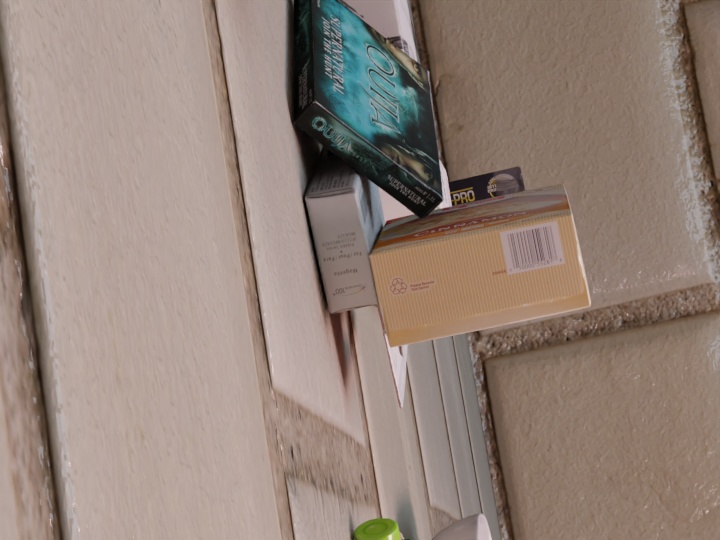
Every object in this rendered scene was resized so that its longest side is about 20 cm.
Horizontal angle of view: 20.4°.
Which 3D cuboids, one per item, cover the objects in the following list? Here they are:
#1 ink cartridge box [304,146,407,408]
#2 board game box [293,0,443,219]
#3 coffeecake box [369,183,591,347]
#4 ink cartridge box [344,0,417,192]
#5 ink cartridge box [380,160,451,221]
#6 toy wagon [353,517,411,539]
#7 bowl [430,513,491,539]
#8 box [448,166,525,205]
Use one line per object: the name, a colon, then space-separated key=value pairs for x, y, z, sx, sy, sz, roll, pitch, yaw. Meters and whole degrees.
ink cartridge box: x=0.000 y=0.000 z=1.585 sx=0.200 sy=0.043 sz=0.175 roll=-79 pitch=159 yaw=-75
board game box: x=0.005 y=-0.139 z=1.592 sx=0.135 sy=0.028 sz=0.201 roll=35 pitch=27 yaw=-24
coffeecake box: x=0.093 y=-0.007 z=1.543 sx=0.200 sy=0.152 sz=0.074 roll=-65 pitch=143 yaw=-81
ink cartridge box: x=0.008 y=-0.183 z=1.789 sx=0.146 sy=0.083 sz=0.202 roll=59 pitch=22 yaw=-74
ink cartridge box: x=0.048 y=-0.038 z=1.945 sx=0.200 sy=0.083 sz=0.147 roll=38 pitch=42 yaw=-82
toy wagon: x=0.028 y=0.272 z=1.379 sx=0.200 sy=0.039 sz=0.157 roll=-87 pitch=166 yaw=-68
bowl: x=0.092 y=0.322 z=1.781 sx=0.200 sy=0.074 sz=0.202 roll=26 pitch=55 yaw=-84
box: x=0.110 y=-0.042 z=2.199 sx=0.200 sy=0.160 sz=0.050 roll=64 pitch=16 yaw=-69
